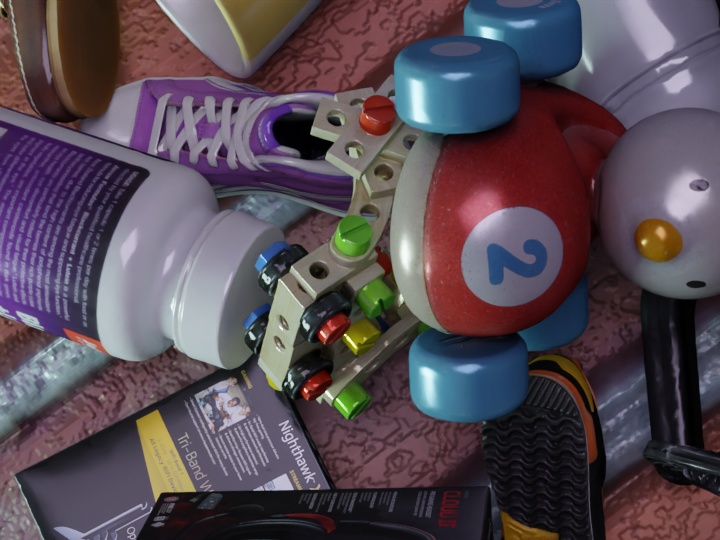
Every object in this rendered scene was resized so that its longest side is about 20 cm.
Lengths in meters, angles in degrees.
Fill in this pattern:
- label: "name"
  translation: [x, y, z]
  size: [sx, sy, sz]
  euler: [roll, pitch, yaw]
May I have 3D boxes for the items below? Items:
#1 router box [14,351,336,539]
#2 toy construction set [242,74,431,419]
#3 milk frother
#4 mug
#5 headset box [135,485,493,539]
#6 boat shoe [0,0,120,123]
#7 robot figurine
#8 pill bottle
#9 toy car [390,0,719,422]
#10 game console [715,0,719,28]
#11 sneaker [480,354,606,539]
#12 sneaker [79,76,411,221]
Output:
- label: "router box"
  translation: [-0.078, 0.167, 1.217]
  size: [0.157, 0.052, 0.201]
  euler: [-26, 78, 0]
- label: "toy construction set"
  translation: [0.000, 0.000, 1.157]
  size: [0.131, 0.201, 0.092]
  euler: [-33, 56, -26]
- label: "milk frother"
  translation: [0.231, 0.041, 1.130]
  size: [0.179, 0.200, 0.189]
  euler: [-1, 79, 4]
- label: "mug"
  translation: [-0.045, -0.207, 1.228]
  size: [0.153, 0.186, 0.150]
  euler: [-39, 121, -11]
- label: "headset box"
  translation: [-0.014, 0.167, 1.099]
  size: [0.199, 0.149, 0.075]
  euler: [-2, 105, 7]
- label: "boat shoe"
  translation: [-0.182, -0.174, 1.281]
  size: [0.070, 0.070, 0.201]
  euler: [-12, 65, 21]
- label: "robot figurine"
  translation: [0.154, -0.132, 1.214]
  size: [0.169, 0.113, 0.201]
  euler: [-33, 77, 15]
- label: "pill bottle"
  translation: [-0.146, -0.015, 1.215]
  size: [0.199, 0.111, 0.112]
  euler: [19, 82, 18]
- label: "toy car"
  translation: [0.131, -0.029, 1.087]
  size: [0.199, 0.177, 0.185]
  euler: [6, 114, 24]
- label: "game console"
  translation: [0.229, -0.163, 1.119]
  size: [0.170, 0.118, 0.201]
  euler: [-13, 81, -25]
- label: "sneaker"
  translation: [0.108, 0.143, 1.195]
  size: [0.070, 0.090, 0.201]
  euler: [3, 106, 20]
- label: "sneaker"
  translation: [-0.069, -0.080, 1.231]
  size: [0.199, 0.114, 0.073]
  euler: [6, 82, 9]
